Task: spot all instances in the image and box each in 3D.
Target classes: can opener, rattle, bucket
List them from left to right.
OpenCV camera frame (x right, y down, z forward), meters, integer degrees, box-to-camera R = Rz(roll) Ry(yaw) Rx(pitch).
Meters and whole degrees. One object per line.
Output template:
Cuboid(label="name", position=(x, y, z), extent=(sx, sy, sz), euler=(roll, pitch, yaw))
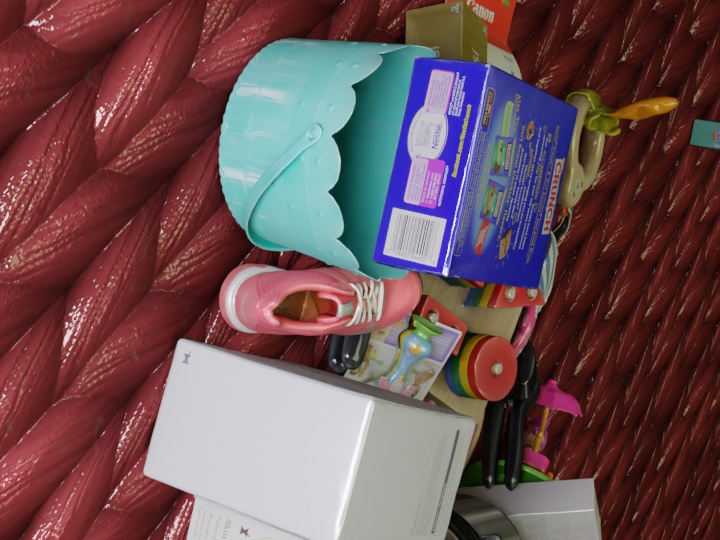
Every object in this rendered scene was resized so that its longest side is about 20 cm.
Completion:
Cuboid(label="bucket", position=(-0.016, -0.099, 1.084), extent=(0.206, 0.133, 0.211), euler=(-28, 124, -50))
Cuboid(label="can opener", position=(0.000, 0.000, 1.220), extent=(0.077, 0.063, 0.203), euler=(14, 78, -16))
Cuboid(label="can opener", position=(0.174, 0.178, 1.527), extent=(0.079, 0.062, 0.202), euler=(70, 29, -43))
Cuboid(label="rattle", position=(0.310, -0.122, 1.614), extent=(0.130, 0.141, 0.203), euler=(59, 44, -73))

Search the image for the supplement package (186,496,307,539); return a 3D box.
Cuboid(label="supplement package", position=(-0.044, 0.297, 1.137), extent=(0.150, 0.198, 0.154), euler=(8, 96, -59))

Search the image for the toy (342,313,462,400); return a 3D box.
Cuboid(label="toy", position=(0.023, 0.139, 1.252), extent=(0.114, 0.047, 0.202), euler=(21, 100, -39))

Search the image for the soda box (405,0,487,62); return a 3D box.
Cuboid(label="soda box", position=(0.083, -0.155, 1.239), extent=(0.068, 0.063, 0.203), euler=(27, 61, -58))

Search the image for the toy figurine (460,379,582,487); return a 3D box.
Cuboid(label="toy figurine", position=(0.221, 0.237, 1.642), extent=(0.201, 0.148, 0.185), euler=(101, 13, -51))

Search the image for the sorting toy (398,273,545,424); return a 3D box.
Cuboid(label="sorting toy", position=(0.114, 0.035, 1.354), extent=(0.198, 0.069, 0.202), euler=(37, 68, -37))

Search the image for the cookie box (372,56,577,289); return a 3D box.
Cuboid(label="cookie box", position=(0.103, -0.076, 1.086), extent=(0.199, 0.074, 0.174), euler=(8, 94, -60))

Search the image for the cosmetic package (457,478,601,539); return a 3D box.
Cuboid(label="cosmetic package", position=(0.183, 0.295, 1.511), extent=(0.051, 0.197, 0.083), euler=(-82, 161, -47))

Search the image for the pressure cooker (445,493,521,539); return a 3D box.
Cuboid(label="pressure cooker", position=(0.075, 0.332, 1.370), extent=(0.199, 0.177, 0.178), euler=(14, 101, -64))

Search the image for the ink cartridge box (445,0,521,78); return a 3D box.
Cuboid(label="ink cartridge box", position=(0.136, -0.225, 1.366), extent=(0.161, 0.050, 0.203), euler=(6, 100, -59))

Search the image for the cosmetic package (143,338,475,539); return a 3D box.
Cuboid(label="cosmetic package", position=(-0.040, 0.150, 1.085), extent=(0.199, 0.197, 0.125), euler=(23, 82, -59))

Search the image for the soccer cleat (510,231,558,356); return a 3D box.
Cuboid(label="soccer cleat", position=(0.198, 0.042, 1.556), extent=(0.086, 0.069, 0.202), euler=(46, 63, -54))

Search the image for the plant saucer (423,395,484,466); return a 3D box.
Cuboid(label="plant saucer", position=(0.087, 0.170, 1.445), extent=(0.200, 0.050, 0.204), euler=(-29, 126, -50))

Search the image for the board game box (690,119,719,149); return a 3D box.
Cuboid(label="board game box", position=(0.652, -0.212, 2.116), extent=(0.199, 0.150, 0.046), euler=(-3, 105, -58))

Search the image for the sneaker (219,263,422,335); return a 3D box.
Cuboid(label="sneaker", position=(-0.020, 0.032, 1.112), extent=(0.197, 0.086, 0.075), euler=(-5, 101, -30))
